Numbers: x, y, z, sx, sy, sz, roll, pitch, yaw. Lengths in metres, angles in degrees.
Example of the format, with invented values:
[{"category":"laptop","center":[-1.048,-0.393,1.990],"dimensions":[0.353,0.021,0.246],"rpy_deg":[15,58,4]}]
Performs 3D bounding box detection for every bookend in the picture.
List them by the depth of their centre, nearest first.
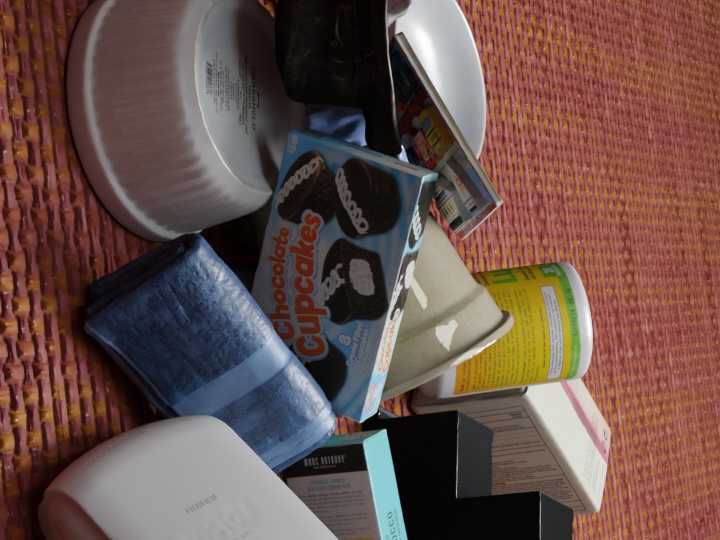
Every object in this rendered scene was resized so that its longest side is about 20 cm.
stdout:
[{"category":"bookend","center":[0.106,0.215,1.644],"dimensions":[0.092,0.198,0.201],"rpy_deg":[33,53,-54]}]

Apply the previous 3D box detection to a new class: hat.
[{"category":"hat","center":[-0.025,-0.177,1.396],"dimensions":[0.201,0.081,0.202],"rpy_deg":[169,-90,-81]}]

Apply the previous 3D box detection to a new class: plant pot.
[{"category":"plant pot","center":[0.000,0.000,1.508],"dimensions":[0.200,0.200,0.184],"rpy_deg":[-34,100,-59]}]

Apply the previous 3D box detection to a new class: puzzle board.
[{"category":"puzzle board","center":[0.054,-0.101,1.454],"dimensions":[0.151,0.017,0.200],"rpy_deg":[60,-7,3]}]

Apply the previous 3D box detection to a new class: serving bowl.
[{"category":"serving bowl","center":[0.054,-0.186,1.799],"dimensions":[0.200,0.066,0.201],"rpy_deg":[24,63,-58]}]

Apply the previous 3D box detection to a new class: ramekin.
[{"category":"ramekin","center":[-0.126,-0.128,1.409],"dimensions":[0.200,0.105,0.201],"rpy_deg":[24,62,-58]}]

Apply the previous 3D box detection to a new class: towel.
[{"category":"towel","center":[-0.110,0.072,1.357],"dimensions":[0.200,0.111,0.049],"rpy_deg":[55,14,-25]}]

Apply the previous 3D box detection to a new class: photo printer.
[{"category":"photo printer","center":[-0.115,0.191,1.269],"dimensions":[0.200,0.070,0.166],"rpy_deg":[44,40,21]}]

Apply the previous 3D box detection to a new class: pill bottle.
[{"category":"pill bottle","center":[0.104,0.058,1.676],"dimensions":[0.111,0.199,0.112],"rpy_deg":[173,-90,-79]}]

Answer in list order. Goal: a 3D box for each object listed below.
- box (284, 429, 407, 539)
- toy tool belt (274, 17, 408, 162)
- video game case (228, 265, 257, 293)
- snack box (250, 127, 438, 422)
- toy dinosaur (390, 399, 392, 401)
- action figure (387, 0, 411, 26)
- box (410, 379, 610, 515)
[{"category":"box","center":[-0.004,0.241,1.556],"dimensions":[0.049,0.082,0.201],"rpy_deg":[-19,99,-63]},{"category":"toy tool belt","center":[-0.017,-0.129,1.595],"dimensions":[0.200,0.124,0.123],"rpy_deg":[51,32,-42]},{"category":"video game case","center":[-0.100,0.067,1.496],"dimensions":[0.200,0.019,0.144],"rpy_deg":[-1,83,-62]},{"category":"snack box","center":[-0.021,0.003,1.398],"dimensions":[0.037,0.116,0.201],"rpy_deg":[-22,129,-64]},{"category":"toy dinosaur","center":[0.044,0.017,1.750],"dimensions":[0.088,0.047,0.201],"rpy_deg":[58,38,-47]},{"category":"action figure","center":[-0.041,-0.257,1.580],"dimensions":[0.193,0.200,0.105],"rpy_deg":[26,99,-49]},{"category":"box","center":[0.155,0.150,1.828],"dimensions":[0.200,0.127,0.109],"rpy_deg":[57,36,-38]}]
